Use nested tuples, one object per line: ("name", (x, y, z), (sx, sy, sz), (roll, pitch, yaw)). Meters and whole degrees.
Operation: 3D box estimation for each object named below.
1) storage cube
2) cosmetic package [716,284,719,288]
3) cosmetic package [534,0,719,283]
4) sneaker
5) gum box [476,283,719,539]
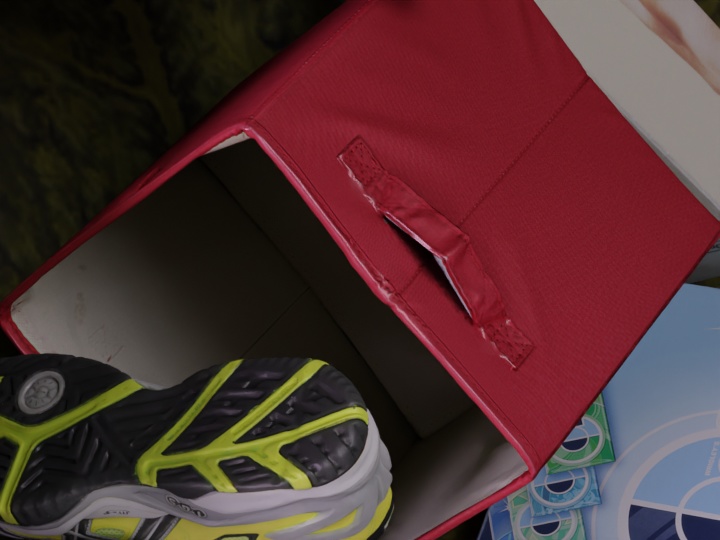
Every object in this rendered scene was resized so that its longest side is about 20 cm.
("storage cube", (0.000, 0.000, 1.170), (0.171, 0.200, 0.180), (49, 45, -6))
("cosmetic package", (0.264, -0.001, 1.430), (0.200, 0.073, 0.104), (-35, 92, -40))
("cosmetic package", (0.093, -0.081, 1.290), (0.200, 0.103, 0.088), (42, 51, -38))
("sneaker", (-0.081, 0.079, 1.097), (0.077, 0.199, 0.076), (60, 41, -46))
("gum box", (0.164, 0.089, 1.259), (0.045, 0.199, 0.170), (73, 33, -50))
